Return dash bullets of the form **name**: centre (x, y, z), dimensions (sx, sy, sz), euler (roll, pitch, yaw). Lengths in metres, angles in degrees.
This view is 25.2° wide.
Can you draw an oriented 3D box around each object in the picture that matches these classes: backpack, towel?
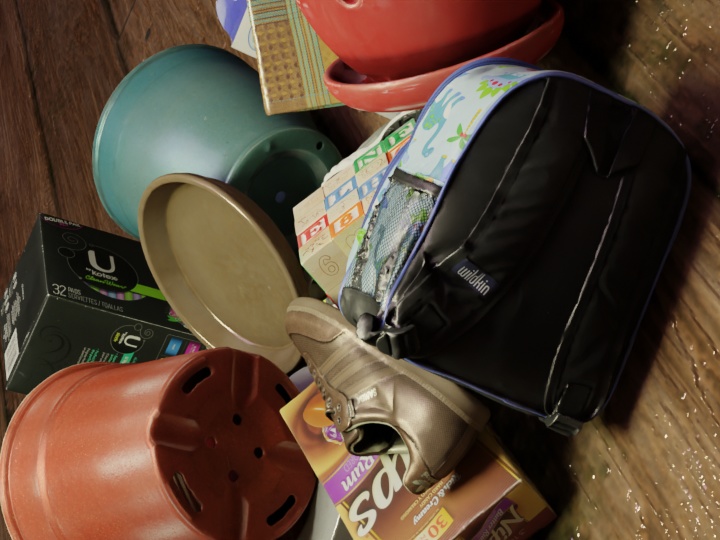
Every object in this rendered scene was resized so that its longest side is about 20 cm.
- **backpack**: centre (0.093, -0.028, 1.010), dimensions (0.201, 0.182, 0.147), euler (-64, 26, 3)
- **towel**: centre (0.013, -0.204, 1.233), dimensions (0.022, 0.199, 0.148), euler (-81, -18, -82)

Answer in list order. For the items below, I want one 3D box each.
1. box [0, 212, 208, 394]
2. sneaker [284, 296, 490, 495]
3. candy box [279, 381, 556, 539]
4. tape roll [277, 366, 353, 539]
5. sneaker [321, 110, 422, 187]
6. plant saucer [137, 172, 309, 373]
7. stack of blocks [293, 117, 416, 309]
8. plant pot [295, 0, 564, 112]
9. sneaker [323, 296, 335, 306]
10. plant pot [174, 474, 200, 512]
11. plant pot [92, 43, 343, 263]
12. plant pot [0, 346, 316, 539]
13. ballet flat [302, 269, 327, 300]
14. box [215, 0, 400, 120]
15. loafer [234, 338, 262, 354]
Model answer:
- **box**: centre (-0.248, 0.054, 1.625), dimensions (0.125, 0.199, 0.149), euler (-61, 28, 26)
- **sneaker**: centre (-0.002, 0.079, 1.075), dimensions (0.200, 0.070, 0.076), euler (27, 80, 50)
- **candy box**: centre (0.035, 0.129, 1.098), dimensions (0.117, 0.056, 0.200), euler (-41, 42, 3)
- **tape roll**: centre (-0.030, 0.179, 1.266), dimensions (0.200, 0.066, 0.201), euler (-44, 37, 46)
- **sneaker**: centre (0.046, -0.100, 1.282), dimensions (0.200, 0.074, 0.079), euler (-26, 23, 48)
- **plant saucer**: centre (-0.113, 0.001, 1.377), dimensions (0.029, 0.201, 0.200), euler (-37, 4, -34)
- **stack of blocks**: centre (0.048, -0.064, 1.155), dimensions (0.200, 0.059, 0.115), euler (-37, 20, 10)
- **plant pot**: centre (0.044, -0.220, 1.117), dimensions (0.200, 0.200, 0.183), euler (27, 139, 64)
- **sneaker**: centre (0.058, 0.016, 1.206), dimensions (0.200, 0.075, 0.077), euler (-32, 84, 43)
- **plant pot**: centre (-0.160, 0.193, 1.440), dimensions (0.092, 0.201, 0.201), euler (-22, 40, 5)
- **plant pot**: centre (-0.114, -0.089, 1.479), dimensions (0.188, 0.199, 0.201), euler (29, 101, 48)
- **plant pot**: centre (-0.146, 0.151, 1.242), dimensions (0.195, 0.200, 0.202), euler (-21, 56, 49)
- **ballet flat**: centre (0.000, 0.000, 1.316), dimensions (0.200, 0.069, 0.070), euler (-33, 46, 53)
- **box**: centre (-0.014, -0.200, 1.295), dimensions (0.042, 0.199, 0.119), euler (-70, 7, -46)
- **loafer**: centre (-0.086, 0.129, 1.434), dimensions (0.072, 0.063, 0.201), euler (-21, 52, 18)
